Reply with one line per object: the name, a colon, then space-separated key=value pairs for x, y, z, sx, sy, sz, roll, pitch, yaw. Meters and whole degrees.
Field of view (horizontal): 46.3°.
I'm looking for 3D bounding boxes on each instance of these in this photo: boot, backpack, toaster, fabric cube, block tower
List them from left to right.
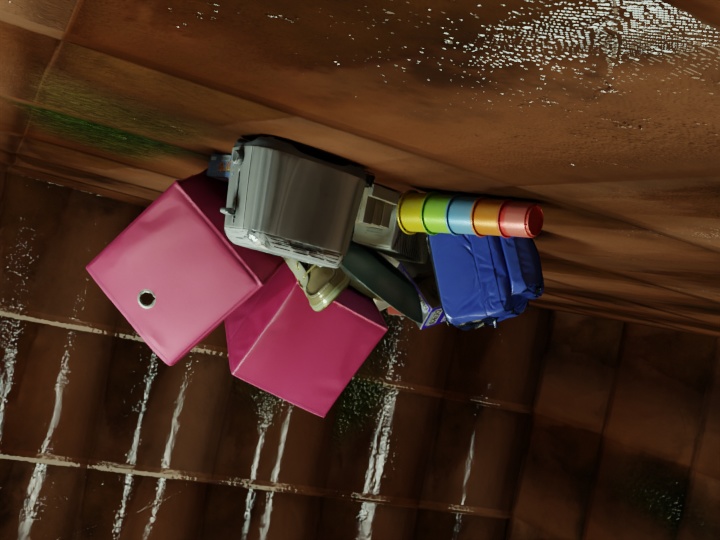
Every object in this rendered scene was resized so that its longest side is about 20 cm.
fabric cube: x=-0.253 y=-0.013 z=1.295 sx=0.197 sy=0.199 sz=0.200 roll=50 pitch=-164 yaw=-4
toaster: x=-0.079 y=-0.081 z=1.056 sx=0.198 sy=0.132 sz=0.113 roll=14 pitch=178 yaw=-35
boot: x=-0.090 y=-0.029 z=1.244 sx=0.155 sy=0.072 sz=0.200 roll=52 pitch=-178 yaw=-17
fabric cube: x=-0.102 y=0.091 z=1.468 sx=0.194 sy=0.201 sz=0.201 roll=28 pitch=-163 yaw=-24
block tower: x=-0.029 y=-0.101 z=1.264 sx=0.053 sy=0.059 sz=0.198 roll=13 pitch=177 yaw=-39
backpack: x=0.206 y=0.011 z=1.337 sx=0.165 sy=0.166 sz=0.200 roll=-9 pitch=170 yaw=16

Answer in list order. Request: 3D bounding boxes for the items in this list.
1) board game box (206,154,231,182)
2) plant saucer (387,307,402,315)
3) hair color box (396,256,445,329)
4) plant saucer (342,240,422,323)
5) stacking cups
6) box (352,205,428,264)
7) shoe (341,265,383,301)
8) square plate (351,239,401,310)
board game box: x=-0.116 y=-0.132 z=1.223 sx=0.134 sy=0.035 sz=0.198 roll=16 pitch=177 yaw=-41
plant saucer: x=0.145 y=0.014 z=1.810 sx=0.037 sy=0.200 sz=0.200 roll=47 pitch=167 yaw=-10
hair color box: x=0.165 y=0.020 z=1.494 sx=0.198 sy=0.110 sz=0.065 roll=-17 pitch=150 yaw=-31
plant saucer: x=0.033 y=0.006 z=1.345 sx=0.200 sy=0.039 sz=0.201 roll=38 pitch=-172 yaw=-6
stacking cups: x=0.136 y=-0.073 z=1.069 sx=0.198 sy=0.062 sz=0.060 roll=5 pitch=173 yaw=45
box: x=0.057 y=-0.065 z=1.354 sx=0.067 sy=0.084 sz=0.200 roll=12 pitch=179 yaw=21
shoe: x=0.000 y=0.000 z=1.473 sx=0.198 sy=0.054 sz=0.070 roll=26 pitch=-163 yaw=-39
square plate: x=0.010 y=0.003 z=1.581 sx=0.196 sy=0.029 sz=0.199 roll=27 pitch=147 yaw=-25
